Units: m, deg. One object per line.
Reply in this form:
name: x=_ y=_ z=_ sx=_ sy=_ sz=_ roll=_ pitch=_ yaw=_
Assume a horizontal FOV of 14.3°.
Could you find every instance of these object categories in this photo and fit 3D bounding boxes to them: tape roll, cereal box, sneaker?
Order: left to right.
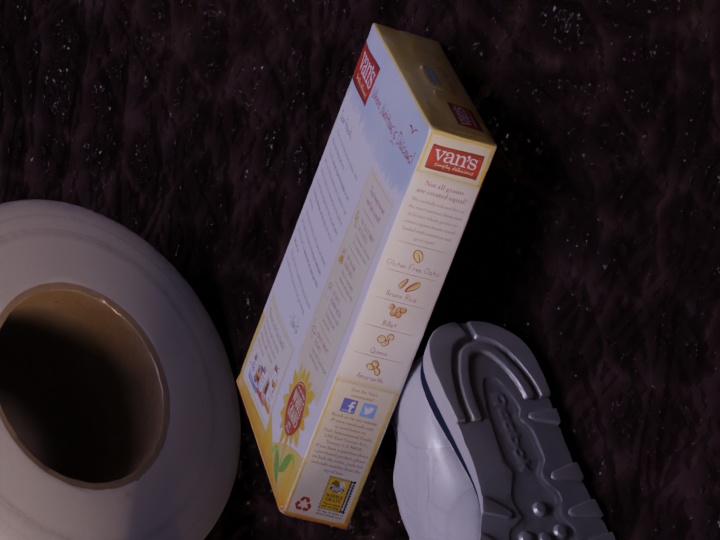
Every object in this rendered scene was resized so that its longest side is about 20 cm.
tape roll: x=-0.179 y=0.081 z=1.464 sx=0.139 sy=0.202 sz=0.203 roll=-29 pitch=63 yaw=45
cereal box: x=0.000 y=0.000 z=1.342 sx=0.144 sy=0.039 sz=0.200 roll=-112 pitch=41 yaw=-64
sneaker: x=0.060 y=0.124 z=1.272 sx=0.081 sy=0.076 sz=0.200 roll=-50 pitch=42 yaw=45
